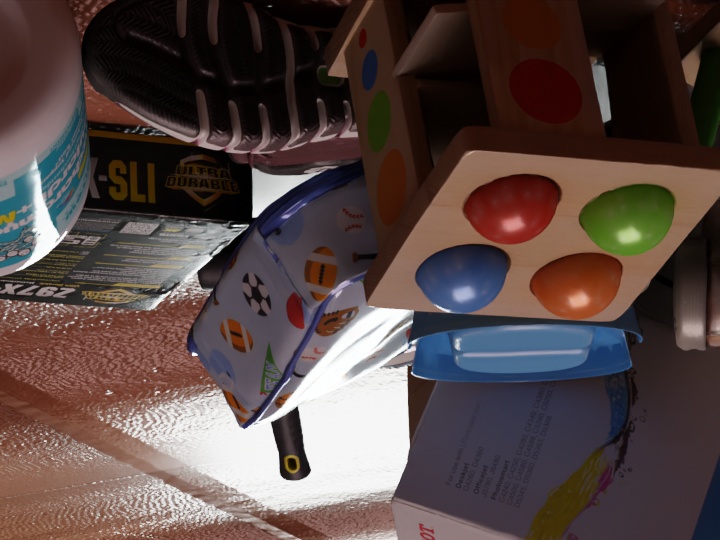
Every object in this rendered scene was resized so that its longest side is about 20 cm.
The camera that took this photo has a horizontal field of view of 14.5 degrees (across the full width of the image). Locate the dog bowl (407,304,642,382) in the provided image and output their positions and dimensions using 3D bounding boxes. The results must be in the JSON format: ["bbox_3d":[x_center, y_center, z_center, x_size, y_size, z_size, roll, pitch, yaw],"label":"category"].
[{"bbox_3d":[0.078,0.018,1.376,0.111,0.050,0.200,-2,171,2],"label":"dog bowl"}]

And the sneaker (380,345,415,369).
[{"bbox_3d":[0.037,0.005,1.606,0.082,0.070,0.200,22,147,-34],"label":"sneaker"}]

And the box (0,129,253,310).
[{"bbox_3d":[-0.176,-0.029,1.498,0.199,0.050,0.160,4,162,-23],"label":"box"}]

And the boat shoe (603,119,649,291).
[{"bbox_3d":[0.128,-0.033,1.420,0.071,0.061,0.201,24,169,-5],"label":"boat shoe"}]

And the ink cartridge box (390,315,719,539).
[{"bbox_3d":[0.134,0.117,1.520,0.199,0.146,0.147,17,158,12],"label":"ink cartridge box"}]

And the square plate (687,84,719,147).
[{"bbox_3d":[0.252,-0.048,1.476,0.199,0.029,0.198,12,153,0],"label":"square plate"}]

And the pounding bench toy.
[{"bbox_3d":[0.105,-0.061,1.248,0.199,0.157,0.124,4,147,-22],"label":"pounding bench toy"}]

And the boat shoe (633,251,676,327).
[{"bbox_3d":[0.199,0.034,1.566,0.200,0.074,0.067,33,157,-25],"label":"boat shoe"}]

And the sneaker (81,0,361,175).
[{"bbox_3d":[-0.057,-0.076,1.343,0.199,0.076,0.115,7,162,-30],"label":"sneaker"}]

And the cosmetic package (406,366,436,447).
[{"bbox_3d":[0.107,0.057,1.740,0.103,0.088,0.200,5,161,-20],"label":"cosmetic package"}]

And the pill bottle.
[{"bbox_3d":[-0.179,-0.064,1.296,0.110,0.111,0.200,-2,162,-4],"label":"pill bottle"}]

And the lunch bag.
[{"bbox_3d":[0.000,0.000,1.489,0.160,0.076,0.200,-27,167,-31],"label":"lunch bag"}]

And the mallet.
[{"bbox_3d":[-0.041,0.047,1.635,0.066,0.041,0.200,-10,131,10],"label":"mallet"}]

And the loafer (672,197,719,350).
[{"bbox_3d":[0.192,0.005,1.409,0.063,0.072,0.200,1,-171,11],"label":"loafer"}]
